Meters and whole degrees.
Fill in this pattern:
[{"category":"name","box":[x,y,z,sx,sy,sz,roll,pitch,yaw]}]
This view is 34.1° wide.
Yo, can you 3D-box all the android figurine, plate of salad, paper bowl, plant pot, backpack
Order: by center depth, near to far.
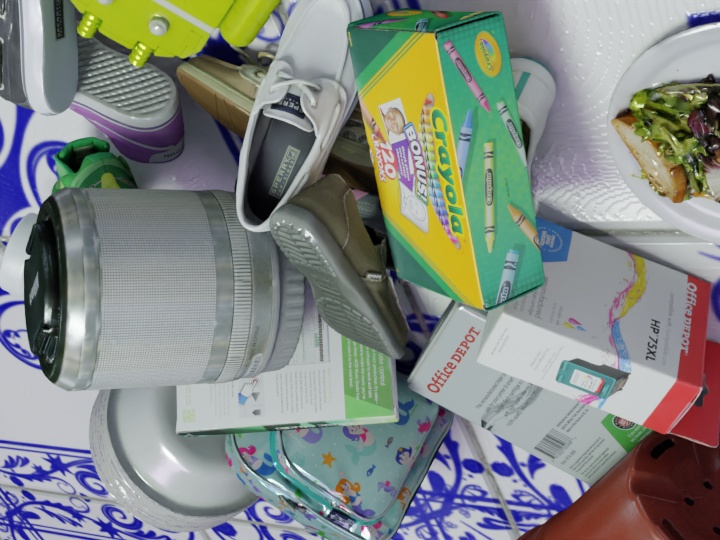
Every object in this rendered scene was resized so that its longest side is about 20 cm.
[{"category":"plate of salad","box":[0.265,-0.081,0.806,0.200,0.048,0.200,17,139,16]},{"category":"android figurine","box":[-0.148,-0.233,0.874,0.182,0.041,0.200,30,133,-18]},{"category":"plant pot","box":[0.244,0.244,0.974,0.201,0.201,0.195,28,132,2]},{"category":"backpack","box":[-0.028,0.158,1.137,0.200,0.178,0.151,29,158,6]},{"category":"paper bowl","box":[-0.170,0.161,1.217,0.201,0.201,0.104,37,141,-9]}]

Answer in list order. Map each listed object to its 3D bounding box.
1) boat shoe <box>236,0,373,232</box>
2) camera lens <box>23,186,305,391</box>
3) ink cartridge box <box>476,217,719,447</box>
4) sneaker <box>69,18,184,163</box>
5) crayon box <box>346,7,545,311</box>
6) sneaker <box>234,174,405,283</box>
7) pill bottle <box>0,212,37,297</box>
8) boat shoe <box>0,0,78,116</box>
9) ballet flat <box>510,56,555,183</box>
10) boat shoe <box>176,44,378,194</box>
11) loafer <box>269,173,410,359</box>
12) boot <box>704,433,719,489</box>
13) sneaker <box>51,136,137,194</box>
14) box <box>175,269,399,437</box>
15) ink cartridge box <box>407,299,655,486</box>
[{"category":"boat shoe","box":[-0.043,-0.120,0.870,0.073,0.065,0.200,17,105,9]},{"category":"camera lens","box":[-0.163,0.014,0.950,0.200,0.160,0.160,0,149,-24]},{"category":"ink cartridge box","box":[0.203,0.048,0.919,0.200,0.116,0.067,20,137,0]},{"category":"sneaker","box":[-0.239,-0.155,1.023,0.200,0.073,0.114,34,162,13]},{"category":"crayon box","box":[0.060,-0.082,0.838,0.119,0.058,0.200,22,129,57]},{"category":"sneaker","box":[-0.030,-0.042,1.003,0.200,0.082,0.070,10,141,23]},{"category":"pill bottle","box":[-0.245,0.014,1.158,0.200,0.112,0.112,20,141,0]},{"category":"boat shoe","box":[-0.260,-0.223,0.917,0.066,0.070,0.200,11,114,18]},{"category":"ballet flat","box":[0.100,-0.073,0.902,0.069,0.069,0.200,22,141,10]},{"category":"boat shoe","box":[-0.054,-0.129,0.952,0.200,0.063,0.073,27,167,7]},{"category":"loafer","box":[0.000,0.000,0.914,0.075,0.070,0.200,23,157,33]},{"category":"boot","box":[0.360,0.199,1.024,0.204,0.074,0.154,39,144,-4]},{"category":"sneaker","box":[-0.243,-0.082,1.081,0.200,0.074,0.084,10,112,65]},{"category":"box","box":[-0.068,0.071,1.060,0.200,0.145,0.036,-5,165,9]},{"category":"ink cartridge box","box":[0.159,0.085,1.023,0.200,0.083,0.147,28,142,0]}]
